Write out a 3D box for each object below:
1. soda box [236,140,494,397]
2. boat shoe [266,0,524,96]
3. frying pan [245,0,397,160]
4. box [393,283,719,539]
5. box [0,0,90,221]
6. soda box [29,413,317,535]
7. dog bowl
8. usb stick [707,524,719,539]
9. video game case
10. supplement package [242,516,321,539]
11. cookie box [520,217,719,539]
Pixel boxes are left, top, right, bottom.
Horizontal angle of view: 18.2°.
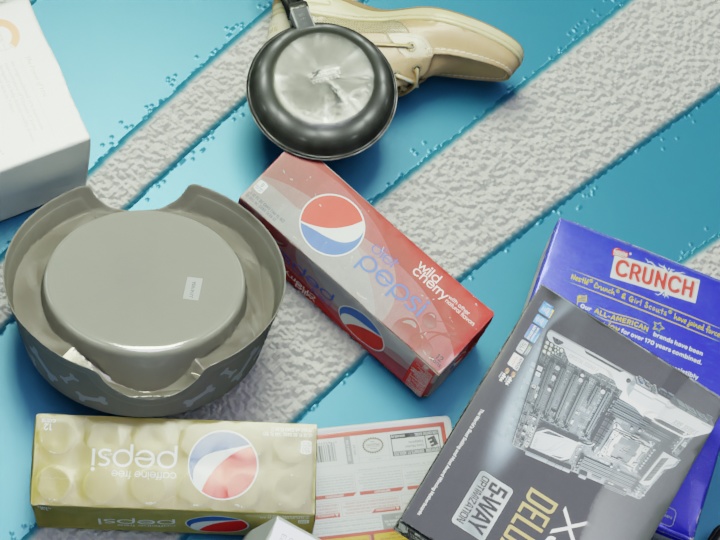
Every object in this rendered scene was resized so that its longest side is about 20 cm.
[{"bbox_3d":[0.000,0.000,1.670,0.200,0.063,0.070,42,67,7],"label":"soda box"},{"bbox_3d":[0.025,-0.164,1.738,0.198,0.071,0.065,9,72,5],"label":"boat shoe"},{"bbox_3d":[-0.025,-0.172,1.690,0.114,0.031,0.191,6,67,-4],"label":"frying pan"},{"bbox_3d":[0.139,0.137,1.571,0.157,0.050,0.201,32,74,3],"label":"box"},{"bbox_3d":[-0.311,-0.095,1.633,0.199,0.098,0.125,-21,74,-16],"label":"box"},{"bbox_3d":[-0.130,0.145,1.581,0.198,0.064,0.068,2,69,-2],"label":"soda box"},{"bbox_3d":[-0.154,0.021,1.603,0.198,0.059,0.201,3,45,-4],"label":"dog bowl"},{"bbox_3d":[0.231,0.268,1.626,0.055,0.033,0.200,40,68,-1],"label":"usb stick"},{"bbox_3d":[0.011,0.208,1.617,0.142,0.017,0.202,-5,70,-12],"label":"video game case"},{"bbox_3d":[-0.013,0.280,1.494,0.199,0.151,0.153,29,75,-5],"label":"supplement package"},{"bbox_3d":[0.188,0.088,1.663,0.170,0.075,0.201,22,69,0],"label":"cookie box"}]
